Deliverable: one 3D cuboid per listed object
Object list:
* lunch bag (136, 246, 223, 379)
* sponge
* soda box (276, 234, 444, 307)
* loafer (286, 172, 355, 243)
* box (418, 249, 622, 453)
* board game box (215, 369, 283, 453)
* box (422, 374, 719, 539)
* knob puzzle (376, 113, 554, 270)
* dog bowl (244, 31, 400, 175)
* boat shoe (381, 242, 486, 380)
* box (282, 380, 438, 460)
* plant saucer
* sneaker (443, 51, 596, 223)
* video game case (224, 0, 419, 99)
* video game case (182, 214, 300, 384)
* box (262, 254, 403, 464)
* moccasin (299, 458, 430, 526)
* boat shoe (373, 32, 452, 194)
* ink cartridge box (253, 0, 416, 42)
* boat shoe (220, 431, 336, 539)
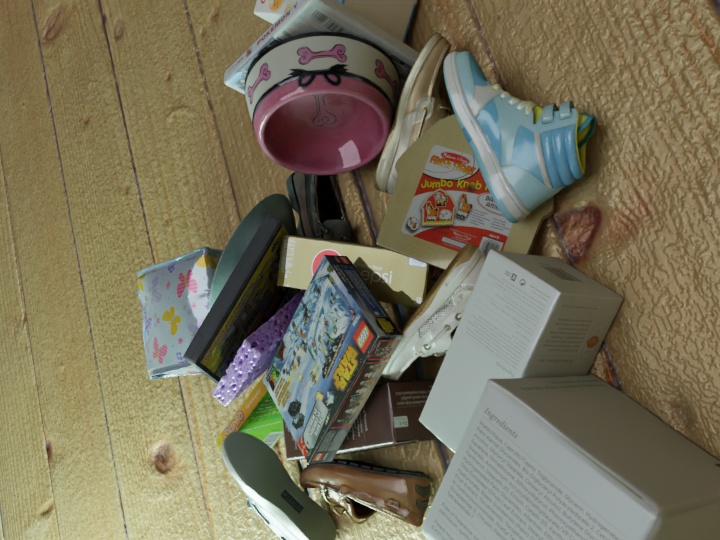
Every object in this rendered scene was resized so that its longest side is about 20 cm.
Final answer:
[{"bbox_3d":[-0.255,0.068,1.358,0.197,0.126,0.173,-16,77,33],"label":"lunch bag"},{"bbox_3d":[-0.106,0.084,1.153,0.030,0.200,0.112,39,127,6],"label":"sponge"},{"bbox_3d":[0.000,0.000,1.092,0.196,0.068,0.065,9,93,22],"label":"soda box"},{"bbox_3d":[-0.044,-0.064,1.193,0.063,0.071,0.202,-40,58,28],"label":"loafer"},{"bbox_3d":[0.164,0.093,0.927,0.097,0.123,0.203,35,111,41],"label":"box"},{"bbox_3d":[-0.112,0.177,1.220,0.201,0.094,0.030,-50,55,30],"label":"board game box"},{"bbox_3d":[0.205,0.219,0.822,0.199,0.197,0.174,37,112,40],"label":"box"},{"bbox_3d":[0.130,-0.094,1.020,0.215,0.030,0.224,-6,75,22],"label":"knob puzzle"},{"bbox_3d":[-0.045,-0.195,1.102,0.199,0.198,0.075,-31,51,39],"label":"dog bowl"},{"bbox_3d":[0.089,0.063,0.986,0.069,0.071,0.201,36,126,1],"label":"boat shoe"},{"bbox_3d":[0.001,0.186,1.102,0.198,0.099,0.077,-17,75,43],"label":"box"},{"bbox_3d":[-0.131,-0.002,1.205,0.038,0.201,0.204,25,106,15],"label":"plant saucer"},{"bbox_3d":[0.175,-0.167,0.956,0.129,0.079,0.203,-27,78,21],"label":"sneaker"},{"bbox_3d":[-0.039,-0.246,1.111,0.181,0.198,0.023,-31,51,38],"label":"video game case"},{"bbox_3d":[-0.139,0.051,1.148,0.025,0.181,0.202,26,76,17],"label":"video game case"},{"bbox_3d":[-0.038,0.104,1.039,0.138,0.039,0.202,54,128,38],"label":"box"},{"bbox_3d":[0.001,0.280,1.121,0.198,0.073,0.079,1,79,36],"label":"moccasin"},{"bbox_3d":[0.079,-0.181,1.081,0.068,0.074,0.203,23,114,10],"label":"boat shoe"},{"bbox_3d":[-0.036,-0.367,1.160,0.198,0.124,0.131,20,94,44],"label":"ink cartridge box"},{"bbox_3d":[-0.120,0.306,1.196,0.201,0.070,0.072,46,130,3],"label":"boat shoe"}]
